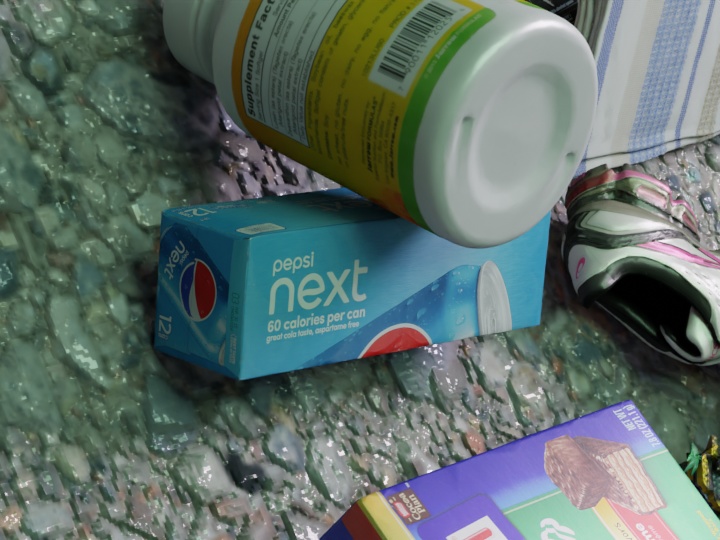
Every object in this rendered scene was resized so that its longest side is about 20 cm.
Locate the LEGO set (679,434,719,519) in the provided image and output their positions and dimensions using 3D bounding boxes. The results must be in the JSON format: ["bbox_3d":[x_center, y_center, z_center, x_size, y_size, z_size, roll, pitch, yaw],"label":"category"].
[{"bbox_3d":[0.250,0.161,1.221,0.200,0.116,0.154,32,49,-23],"label":"LEGO set"}]

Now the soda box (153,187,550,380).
[{"bbox_3d":[0.000,0.000,1.124,0.200,0.064,0.068,-8,108,-43],"label":"soda box"}]

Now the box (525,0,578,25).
[{"bbox_3d":[0.041,-0.165,1.284,0.200,0.050,0.158,-34,89,-47],"label":"box"}]

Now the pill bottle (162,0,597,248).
[{"bbox_3d":[0.002,-0.096,1.108,0.111,0.111,0.200,-13,32,-44],"label":"pill bottle"}]

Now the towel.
[{"bbox_3d":[0.181,-0.132,1.337,0.024,0.147,0.200,32,32,35],"label":"towel"}]

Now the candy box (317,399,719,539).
[{"bbox_3d":[0.093,0.163,1.093,0.200,0.077,0.169,-16,62,-44],"label":"candy box"}]

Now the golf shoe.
[{"bbox_3d":[0.190,0.025,1.284,0.200,0.073,0.092,26,46,-18],"label":"golf shoe"}]
